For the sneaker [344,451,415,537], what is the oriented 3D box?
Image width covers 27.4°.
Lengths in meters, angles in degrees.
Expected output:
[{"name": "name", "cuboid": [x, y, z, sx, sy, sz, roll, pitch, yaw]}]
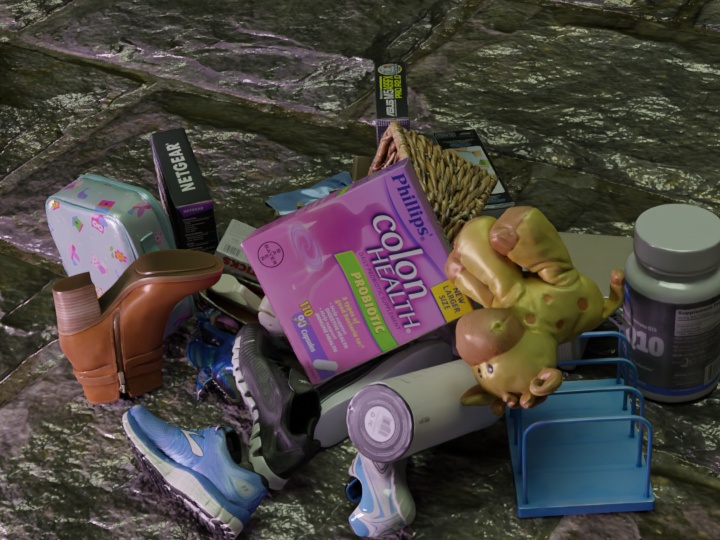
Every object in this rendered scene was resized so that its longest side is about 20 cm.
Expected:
[{"name": "sneaker", "cuboid": [0.017, 0.199, 1.539, 0.072, 0.072, 0.200, -16, 28, 9]}]

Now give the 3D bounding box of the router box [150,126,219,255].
[{"name": "router box", "cuboid": [-0.220, -0.071, 1.887, 0.051, 0.149, 0.200, -13, 36, -11]}]

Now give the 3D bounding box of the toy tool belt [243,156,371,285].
[{"name": "toy tool belt", "cuboid": [-0.067, -0.069, 1.890, 0.200, 0.123, 0.125, -23, 38, -24]}]

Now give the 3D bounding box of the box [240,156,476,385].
[{"name": "box", "cuboid": [0.000, 0.000, 1.617, 0.200, 0.176, 0.097, -25, 7, 7]}]

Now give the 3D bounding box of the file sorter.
[{"name": "file sorter", "cuboid": [0.224, 0.143, 1.548, 0.139, 0.123, 0.200, -4, 35, 2]}]

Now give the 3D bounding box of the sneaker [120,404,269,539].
[{"name": "sneaker", "cuboid": [-0.171, 0.197, 1.544, 0.200, 0.079, 0.089, 34, 64, 32]}]

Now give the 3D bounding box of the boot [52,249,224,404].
[{"name": "boot", "cuboid": [-0.240, 0.067, 1.679, 0.200, 0.156, 0.077, -16, 26, -10]}]

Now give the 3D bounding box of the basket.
[{"name": "basket", "cuboid": [0.049, -0.045, 1.745, 0.149, 0.200, 0.143, 28, 43, 3]}]

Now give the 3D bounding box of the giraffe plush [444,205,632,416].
[{"name": "giraffe plush", "cuboid": [0.156, 0.059, 1.471, 0.200, 0.173, 0.162, 31, 60, 5]}]

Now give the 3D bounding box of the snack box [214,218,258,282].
[{"name": "snack box", "cuboid": [-0.077, 0.002, 1.805, 0.200, 0.024, 0.072, 23, 36, -2]}]

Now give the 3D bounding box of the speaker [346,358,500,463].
[{"name": "speaker", "cuboid": [0.073, 0.139, 1.517, 0.081, 0.081, 0.200, 19, 15, 30]}]

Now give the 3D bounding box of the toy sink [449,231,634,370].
[{"name": "toy sink", "cuboid": [0.215, 0.034, 1.718, 0.200, 0.112, 0.130, 4, 35, 20]}]

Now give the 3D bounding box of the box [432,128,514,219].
[{"name": "box", "cuboid": [0.142, -0.084, 1.896, 0.060, 0.117, 0.200, -6, 33, -8]}]

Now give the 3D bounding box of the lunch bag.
[{"name": "lunch bag", "cuboid": [-0.280, -0.011, 1.763, 0.160, 0.200, 0.077, 13, 42, 37]}]

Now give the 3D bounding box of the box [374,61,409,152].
[{"name": "box", "cuboid": [0.045, -0.148, 1.924, 0.044, 0.200, 0.160, -3, 35, 3]}]

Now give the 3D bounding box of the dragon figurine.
[{"name": "dragon figurine", "cuboid": [-0.165, 0.111, 1.692, 0.099, 0.059, 0.200, -2, 30, 8]}]

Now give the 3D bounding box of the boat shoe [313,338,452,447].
[{"name": "boat shoe", "cuboid": [0.011, 0.125, 1.651, 0.200, 0.072, 0.068, -30, 43, -22]}]

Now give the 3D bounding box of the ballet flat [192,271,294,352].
[{"name": "ballet flat", "cuboid": [-0.124, 0.043, 1.765, 0.200, 0.071, 0.069, 20, 66, 24]}]

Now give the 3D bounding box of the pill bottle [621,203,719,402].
[{"name": "pill bottle", "cuboid": [0.345, 0.035, 1.621, 0.114, 0.200, 0.114, -3, 34, 2]}]

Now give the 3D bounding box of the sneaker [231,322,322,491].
[{"name": "sneaker", "cuboid": [-0.082, 0.132, 1.585, 0.090, 0.066, 0.200, -33, 50, 25]}]
